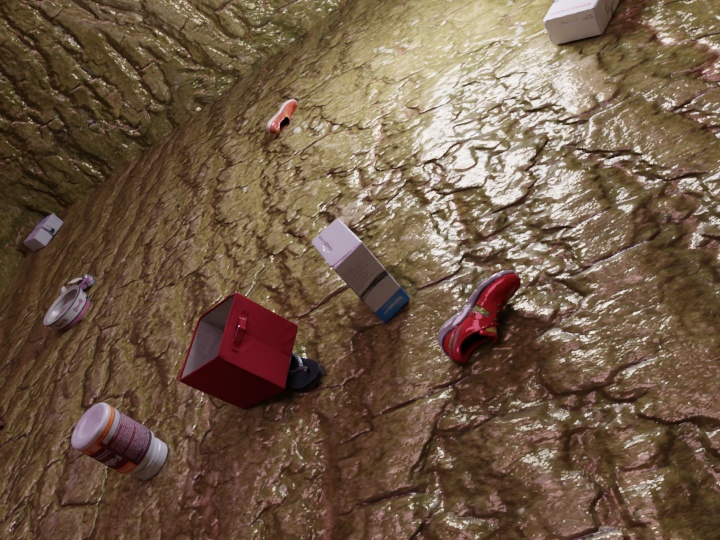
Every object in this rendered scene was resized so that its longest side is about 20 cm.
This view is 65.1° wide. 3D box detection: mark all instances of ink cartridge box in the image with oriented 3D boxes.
[{"bbox_3d":[-1.898,-0.227,3.375,0.144,0.084,0.201,-14,43,34],"label":"ink cartridge box"},{"bbox_3d":[0.000,0.000,1.233,0.084,0.200,0.146,-42,35,-1],"label":"ink cartridge box"},{"bbox_3d":[0.600,-0.712,1.513,0.146,0.083,0.201,7,57,46],"label":"ink cartridge box"}]

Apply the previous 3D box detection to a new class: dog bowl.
[{"bbox_3d":[-1.197,0.161,2.311,0.199,0.074,0.201,-25,39,22],"label":"dog bowl"}]

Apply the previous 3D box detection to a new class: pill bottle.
[{"bbox_3d":[-0.566,0.411,1.339,0.114,0.200,0.115,-26,38,22],"label":"pill bottle"}]

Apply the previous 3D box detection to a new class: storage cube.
[{"bbox_3d":[-0.274,0.186,1.280,0.199,0.179,0.172,-32,37,39],"label":"storage cube"}]

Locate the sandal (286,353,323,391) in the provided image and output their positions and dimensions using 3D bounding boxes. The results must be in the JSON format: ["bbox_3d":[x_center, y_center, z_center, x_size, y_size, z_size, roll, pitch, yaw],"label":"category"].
[{"bbox_3d":[-0.159,0.220,1.289,0.199,0.043,0.076,14,63,50],"label":"sandal"}]

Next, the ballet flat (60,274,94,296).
[{"bbox_3d":[-1.244,0.083,2.440,0.200,0.071,0.069,-39,36,5],"label":"ballet flat"}]

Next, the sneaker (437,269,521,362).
[{"bbox_3d":[0.233,0.090,1.038,0.200,0.077,0.085,-50,40,7],"label":"sneaker"}]

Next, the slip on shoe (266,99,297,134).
[{"bbox_3d":[-0.310,-0.627,2.316,0.061,0.074,0.201,21,56,14],"label":"slip on shoe"}]

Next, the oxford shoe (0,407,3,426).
[{"bbox_3d":[-1.377,0.544,2.085,0.075,0.070,0.199,-54,36,-9],"label":"oxford shoe"}]
